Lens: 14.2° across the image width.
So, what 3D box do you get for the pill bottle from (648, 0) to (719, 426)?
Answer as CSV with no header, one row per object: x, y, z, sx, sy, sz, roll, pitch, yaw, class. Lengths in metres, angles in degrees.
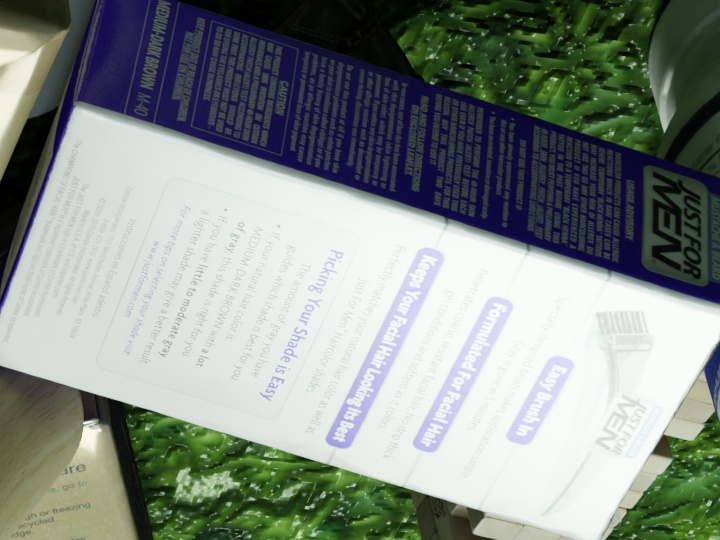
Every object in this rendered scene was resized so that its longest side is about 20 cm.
0.156,-0.006,0.900,0.115,0.200,0.116,-6,138,-5,pill bottle

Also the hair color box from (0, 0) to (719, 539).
0.000,0.000,0.854,0.199,0.065,0.109,19,132,-9,hair color box

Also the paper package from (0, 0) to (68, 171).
-0.178,-0.101,0.714,0.190,0.200,0.104,12,131,-23,paper package

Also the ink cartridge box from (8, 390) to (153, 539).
-0.176,0.098,1.024,0.199,0.075,0.165,-9,136,-2,ink cartridge box

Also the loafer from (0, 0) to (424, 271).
-0.072,-0.033,0.927,0.199,0.073,0.072,-22,111,13,loafer

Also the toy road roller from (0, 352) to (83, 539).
-0.192,0.012,0.870,0.199,0.123,0.146,10,123,18,toy road roller

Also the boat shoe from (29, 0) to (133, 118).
-0.065,-0.127,0.829,0.069,0.057,0.200,29,123,-25,boat shoe

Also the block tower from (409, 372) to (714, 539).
0.087,0.044,1.043,0.054,0.058,0.200,14,130,-27,block tower
